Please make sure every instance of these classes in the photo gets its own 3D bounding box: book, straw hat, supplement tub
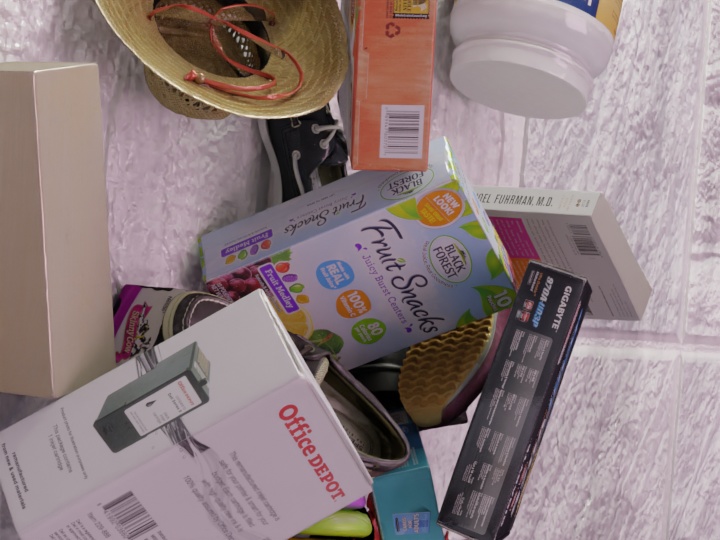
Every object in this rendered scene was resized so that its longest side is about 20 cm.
[{"bbox_3d":[0.126,-0.017,1.680,0.134,0.198,0.048,57,49,-43],"label":"book"},{"bbox_3d":[-0.108,-0.152,1.394,0.201,0.201,0.085,-45,170,-45],"label":"straw hat"},{"bbox_3d":[0.157,-0.245,1.751,0.144,0.143,0.202,34,65,-53],"label":"supplement tub"}]

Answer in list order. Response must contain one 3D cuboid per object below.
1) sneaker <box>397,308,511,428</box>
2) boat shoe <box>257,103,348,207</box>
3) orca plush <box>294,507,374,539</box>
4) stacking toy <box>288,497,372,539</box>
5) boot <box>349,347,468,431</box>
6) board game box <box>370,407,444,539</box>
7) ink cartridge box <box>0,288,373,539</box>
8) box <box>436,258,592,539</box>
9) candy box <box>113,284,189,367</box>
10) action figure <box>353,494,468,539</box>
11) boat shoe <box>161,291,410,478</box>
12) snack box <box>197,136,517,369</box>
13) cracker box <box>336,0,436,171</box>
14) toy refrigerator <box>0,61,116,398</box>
[{"bbox_3d":[0.090,0.072,1.588,0.091,0.074,0.201,65,32,-28],"label":"sneaker"},{"bbox_3d":[-0.034,-0.083,1.550,0.075,0.060,0.202,-27,116,-53],"label":"boat shoe"},{"bbox_3d":[-0.028,0.203,1.585,0.201,0.071,0.106,-63,141,-31],"label":"orca plush"},{"bbox_3d":[-0.029,0.184,1.459,0.110,0.115,0.202,23,69,-71],"label":"stacking toy"},{"bbox_3d":[0.034,0.043,1.658,0.211,0.079,0.159,49,35,-68],"label":"boot"},{"bbox_3d":[0.042,0.222,1.538,0.151,0.046,0.202,-105,-177,-77],"label":"board game box"},{"bbox_3d":[-0.110,0.123,1.284,0.199,0.084,0.146,-29,140,-1],"label":"ink cartridge box"},{"bbox_3d":[0.115,0.096,1.489,0.159,0.046,0.202,29,80,-81],"label":"box"},{"bbox_3d":[-0.125,0.124,1.434,0.200,0.061,0.137,56,49,-45],"label":"candy box"},{"bbox_3d":[0.029,0.281,1.664,0.065,0.098,0.202,4,88,-58],"label":"action figure"},{"bbox_3d":[-0.044,0.075,1.388,0.200,0.066,0.072,40,57,-25],"label":"boat shoe"},{"bbox_3d":[0.000,0.000,1.492,0.053,0.198,0.143,-101,165,-44],"label":"snack box"},{"bbox_3d":[0.017,-0.162,1.452,0.200,0.057,0.135,-102,-166,-70],"label":"cracker box"},{"bbox_3d":[-0.204,-0.028,1.281,0.070,0.075,0.202,-17,108,-55],"label":"toy refrigerator"}]
